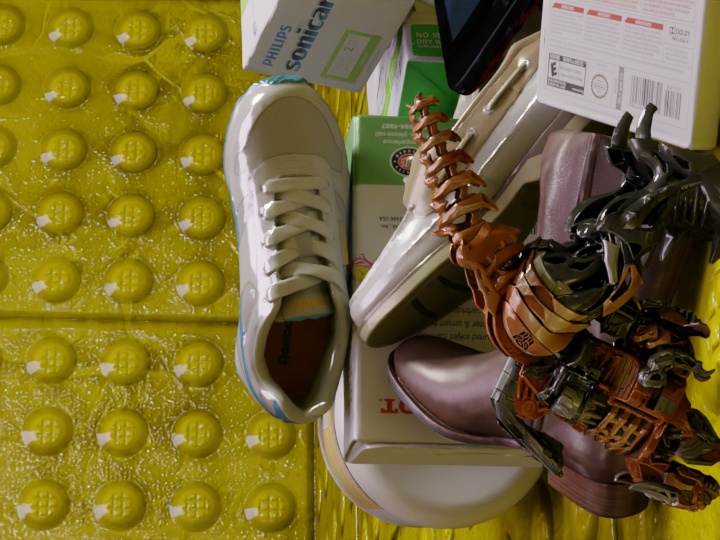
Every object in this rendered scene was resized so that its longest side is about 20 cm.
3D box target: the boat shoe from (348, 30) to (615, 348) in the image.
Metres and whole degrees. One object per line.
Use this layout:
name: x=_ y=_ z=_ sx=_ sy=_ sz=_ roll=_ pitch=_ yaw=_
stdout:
boat shoe: x=0.061 y=-0.044 z=0.981 sx=0.068 sy=0.200 sz=0.075 roll=49 pitch=-169 yaw=21

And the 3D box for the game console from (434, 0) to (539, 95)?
game console: x=0.055 y=-0.242 z=1.118 sx=0.173 sy=0.118 sz=0.200 roll=-55 pitch=23 yaw=32

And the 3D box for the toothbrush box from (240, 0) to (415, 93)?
toothbrush box: x=-0.017 y=-0.238 z=1.110 sx=0.146 sy=0.086 sz=0.201 roll=124 pitch=150 yaw=-50

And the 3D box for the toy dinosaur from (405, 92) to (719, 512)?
toy dinosaur: x=0.097 y=0.007 z=0.741 sx=0.200 sy=0.136 sz=0.102 roll=49 pitch=177 yaw=-27

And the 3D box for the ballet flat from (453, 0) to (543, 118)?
ballet flat: x=0.098 y=-0.111 z=1.178 sx=0.069 sy=0.069 sz=0.201 roll=-155 pitch=67 yaw=-84

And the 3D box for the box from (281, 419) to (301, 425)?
box: x=-0.041 y=-0.004 z=1.281 sx=0.200 sy=0.021 sz=0.164 roll=-87 pitch=-2 yaw=-70

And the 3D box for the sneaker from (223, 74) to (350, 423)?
sneaker: x=-0.035 y=-0.011 z=1.020 sx=0.081 sy=0.076 sz=0.201 roll=-137 pitch=43 yaw=-68

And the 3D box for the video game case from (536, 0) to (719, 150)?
video game case: x=0.133 y=-0.169 z=0.844 sx=0.143 sy=0.018 sz=0.201 roll=-149 pitch=59 yaw=-62

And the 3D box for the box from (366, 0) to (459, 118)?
box: x=0.060 y=-0.157 z=1.372 sx=0.200 sy=0.096 sz=0.177 roll=99 pitch=171 yaw=-52

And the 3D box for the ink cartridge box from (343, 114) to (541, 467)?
ink cartridge box: x=0.062 y=0.015 z=1.066 sx=0.084 sy=0.144 sz=0.201 roll=113 pitch=158 yaw=-73

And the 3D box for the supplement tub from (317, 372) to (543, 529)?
supplement tub: x=0.046 y=0.102 z=1.207 sx=0.200 sy=0.144 sz=0.146 roll=131 pitch=140 yaw=-80

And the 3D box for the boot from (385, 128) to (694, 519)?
boot: x=0.090 y=0.003 z=0.906 sx=0.186 sy=0.064 sz=0.201 roll=26 pitch=127 yaw=36

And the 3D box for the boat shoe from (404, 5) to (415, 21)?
boat shoe: x=-0.007 y=-0.190 z=1.267 sx=0.200 sy=0.071 sz=0.065 roll=159 pitch=116 yaw=-75
